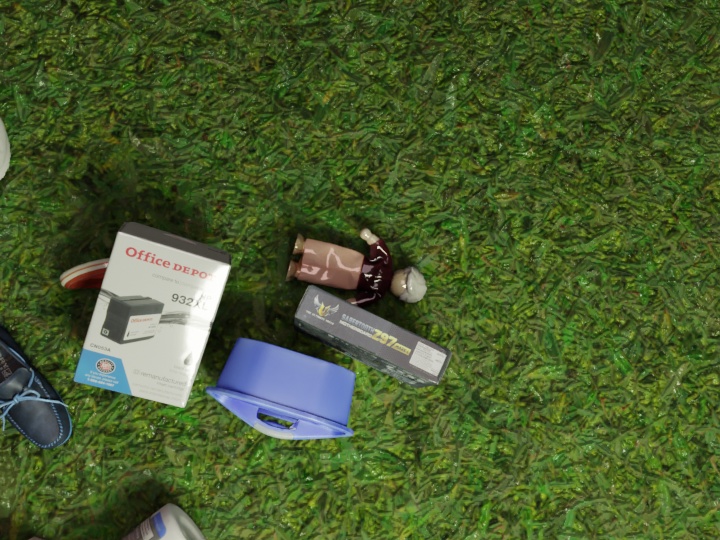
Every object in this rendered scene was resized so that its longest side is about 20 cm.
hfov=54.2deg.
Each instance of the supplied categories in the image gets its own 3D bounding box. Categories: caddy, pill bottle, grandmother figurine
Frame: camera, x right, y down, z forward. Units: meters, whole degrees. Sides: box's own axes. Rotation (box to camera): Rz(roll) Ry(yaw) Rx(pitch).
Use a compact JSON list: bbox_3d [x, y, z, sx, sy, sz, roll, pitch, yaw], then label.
[{"bbox_3d":[-0.099,0.165,0.919,0.200,0.141,0.105,18,73,-2],"label":"caddy"},{"bbox_3d":[-0.286,0.395,0.867,0.200,0.114,0.114,-36,85,-11],"label":"pill bottle"},{"bbox_3d":[0.000,0.000,1.008,0.200,0.061,0.121,16,105,-6],"label":"grandmother figurine"}]

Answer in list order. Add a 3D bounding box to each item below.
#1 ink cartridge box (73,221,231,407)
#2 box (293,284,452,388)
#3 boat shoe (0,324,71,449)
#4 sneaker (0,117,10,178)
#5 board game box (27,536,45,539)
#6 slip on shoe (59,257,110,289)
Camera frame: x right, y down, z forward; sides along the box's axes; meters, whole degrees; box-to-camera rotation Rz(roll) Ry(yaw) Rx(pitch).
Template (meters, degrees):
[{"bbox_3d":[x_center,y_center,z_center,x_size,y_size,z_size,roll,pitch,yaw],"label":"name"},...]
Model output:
[{"bbox_3d":[-0.265,0.056,0.907,0.145,0.084,0.200,18,98,-14],"label":"ink cartridge box"},{"bbox_3d":[0.009,0.092,0.935,0.200,0.158,0.051,26,77,0],"label":"box"},{"bbox_3d":[-0.461,0.153,0.919,0.084,0.069,0.200,-43,86,-12],"label":"boat shoe"},{"bbox_3d":[-0.529,-0.145,0.947,0.076,0.081,0.200,10,61,-12],"label":"sneaker"},{"bbox_3d":[-0.436,0.432,0.837,0.035,0.126,0.200,19,77,-2],"label":"board game box"},{"bbox_3d":[-0.307,0.015,0.964,0.200,0.074,0.061,-1,82,-11],"label":"slip on shoe"}]
